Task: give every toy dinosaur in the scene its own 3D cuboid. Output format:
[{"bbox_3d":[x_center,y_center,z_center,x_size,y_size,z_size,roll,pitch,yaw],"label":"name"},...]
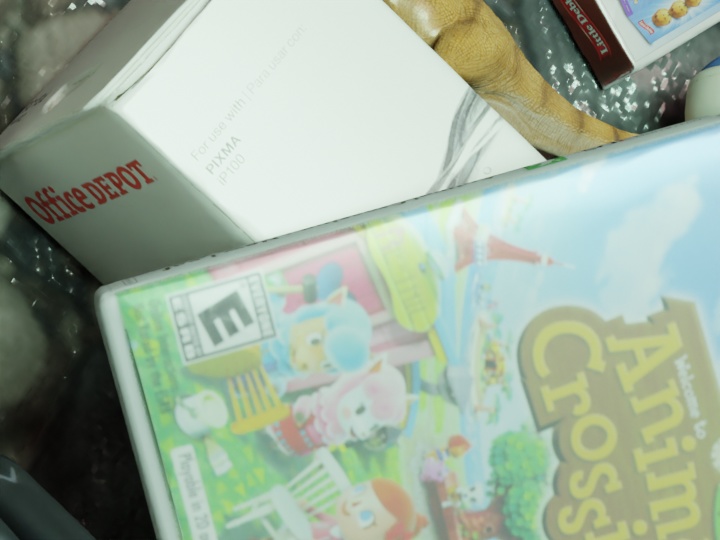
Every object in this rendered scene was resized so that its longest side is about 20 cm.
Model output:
[{"bbox_3d":[0.034,-0.065,0.943,0.200,0.060,0.107,37,59,-16],"label":"toy dinosaur"}]

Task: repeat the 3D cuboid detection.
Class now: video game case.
[{"bbox_3d":[0.041,0.077,0.770,0.181,0.022,0.201,-16,99,-8],"label":"video game case"}]

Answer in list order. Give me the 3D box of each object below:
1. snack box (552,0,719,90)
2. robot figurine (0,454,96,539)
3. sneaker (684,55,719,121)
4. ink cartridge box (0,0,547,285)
[{"bbox_3d":[0.065,-0.167,1.011,0.072,0.024,0.201,-31,92,-34],"label":"snack box"},{"bbox_3d":[-0.144,0.081,0.666,0.125,0.200,0.150,-52,128,-2],"label":"robot figurine"},{"bbox_3d":[0.195,-0.083,1.029,0.199,0.077,0.112,9,77,-32],"label":"sneaker"},{"bbox_3d":[0.000,0.000,0.845,0.200,0.146,0.083,44,72,-12],"label":"ink cartridge box"}]
